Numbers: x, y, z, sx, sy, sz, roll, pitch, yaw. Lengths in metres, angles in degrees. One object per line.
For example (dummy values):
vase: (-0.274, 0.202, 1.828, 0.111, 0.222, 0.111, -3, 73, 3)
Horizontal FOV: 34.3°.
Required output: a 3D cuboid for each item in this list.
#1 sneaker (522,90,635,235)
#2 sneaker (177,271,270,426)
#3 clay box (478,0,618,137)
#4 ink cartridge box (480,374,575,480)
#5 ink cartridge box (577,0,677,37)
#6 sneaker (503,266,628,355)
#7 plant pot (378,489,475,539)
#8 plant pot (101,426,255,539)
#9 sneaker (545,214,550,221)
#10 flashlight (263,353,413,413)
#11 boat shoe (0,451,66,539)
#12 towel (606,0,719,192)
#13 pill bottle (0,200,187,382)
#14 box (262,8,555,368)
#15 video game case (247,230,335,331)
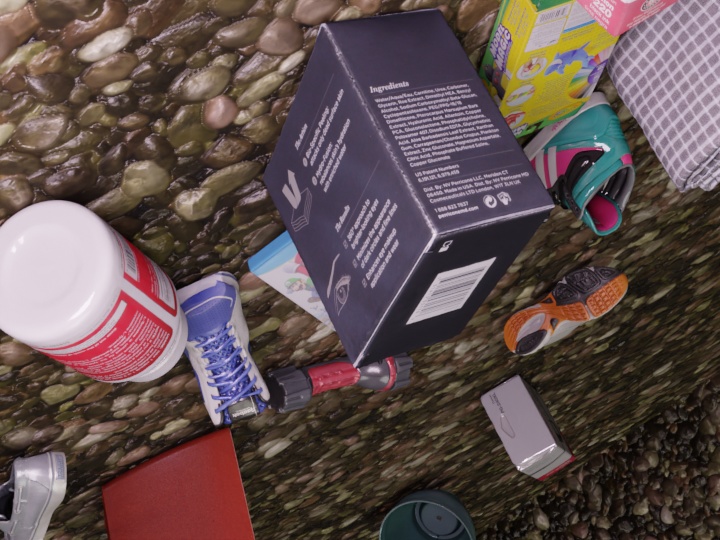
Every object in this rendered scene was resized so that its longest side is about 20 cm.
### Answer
sneaker: (0.217, -0.079, 1.234, 0.083, 0.122, 0.200, -8, 150, -41)
sneaker: (-0.135, 0.089, 1.184, 0.080, 0.116, 0.200, -25, 157, -11)
clay box: (0.166, -0.192, 1.030, 0.114, 0.048, 0.201, -21, 158, -18)
ink cartridge box: (0.297, 0.280, 2.061, 0.083, 0.146, 0.200, -31, 158, 9)
ink cartridge box: (0.235, -0.286, 0.846, 0.145, 0.085, 0.201, -31, 158, -16)
sneaker: (0.304, 0.054, 1.703, 0.199, 0.076, 0.092, -31, 166, 25)
plant pot: (0.150, 0.534, 2.407, 0.200, 0.201, 0.134, -39, -177, 24)
plant pot: (-0.242, 0.349, 1.530, 0.174, 0.202, 0.200, -10, 153, -16)
sneaker: (0.101, -0.068, 1.119, 0.199, 0.114, 0.076, -16, 155, -37)
flashlight: (-0.027, 0.136, 1.476, 0.198, 0.068, 0.068, -11, 153, -38)
boat shoe: (-0.390, 0.263, 1.334, 0.071, 0.071, 0.201, 6, 143, -27)
towel: (0.330, -0.194, 1.069, 0.085, 0.167, 0.200, -1, 146, -38)
pill bottle: (-0.216, 0.028, 0.962, 0.111, 0.113, 0.200, -29, 157, 2)
box: (0.028, -0.065, 0.936, 0.116, 0.201, 0.197, -15, 155, -28)
video game case: (0.000, 0.000, 1.195, 0.143, 0.018, 0.200, -35, 136, 17)
